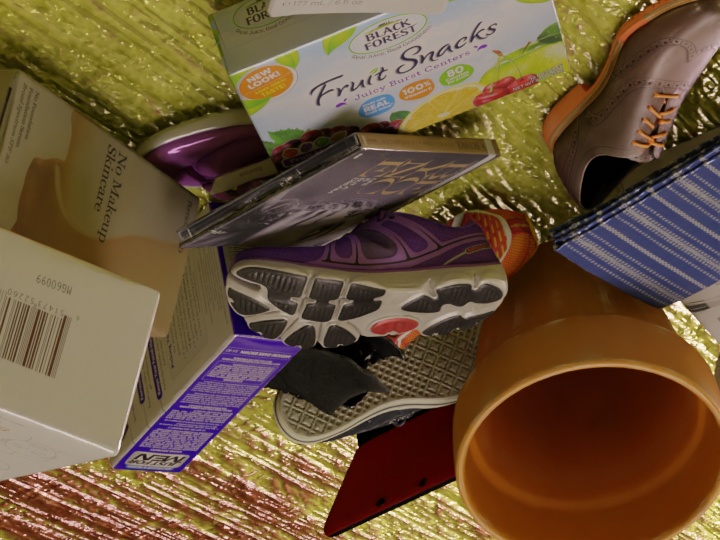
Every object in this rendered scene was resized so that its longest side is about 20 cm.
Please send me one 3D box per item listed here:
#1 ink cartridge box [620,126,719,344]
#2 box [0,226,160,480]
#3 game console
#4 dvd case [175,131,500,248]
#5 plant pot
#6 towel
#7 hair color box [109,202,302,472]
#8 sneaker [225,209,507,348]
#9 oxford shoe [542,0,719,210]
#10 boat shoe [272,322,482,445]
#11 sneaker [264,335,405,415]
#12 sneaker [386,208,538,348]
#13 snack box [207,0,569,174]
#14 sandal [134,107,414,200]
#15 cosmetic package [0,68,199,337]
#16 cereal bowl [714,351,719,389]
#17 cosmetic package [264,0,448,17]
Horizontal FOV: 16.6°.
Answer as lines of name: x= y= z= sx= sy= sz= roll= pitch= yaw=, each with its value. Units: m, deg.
ink cartridge box: x=0.296 y=-0.031 z=1.824 sx=0.145 sy=0.085 sz=0.200 roll=-23 pitch=149 yaw=16
box: x=-0.240 y=0.049 z=1.505 sx=0.152 sy=0.107 sz=0.200 roll=23 pitch=160 yaw=-27
game console: x=0.090 y=0.150 z=2.002 sx=0.172 sy=0.119 sz=0.199 roll=19 pitch=145 yaw=-40
dvd case: x=-0.011 y=-0.051 z=1.627 sx=0.148 sy=0.016 sz=0.200 roll=-28 pitch=169 yaw=26
plant pot: x=0.162 y=0.080 z=1.828 sx=0.198 sy=0.184 sz=0.201 roll=-2 pitch=130 yaw=-2
towel: x=0.245 y=-0.044 z=1.687 sx=0.199 sy=0.024 sz=0.144 roll=-31 pitch=142 yaw=29
hair color box: x=-0.118 y=0.051 z=1.762 sx=0.064 sy=0.110 sz=0.200 roll=8 pitch=146 yaw=-32
sneaker: x=0.000 y=0.000 z=1.677 sx=0.199 sy=0.084 sz=0.081 roll=-1 pitch=143 yaw=-23
oxford shoe: x=0.195 y=-0.114 z=1.640 sx=0.071 sy=0.073 sz=0.200 roll=3 pitch=147 yaw=-27
boat shoe: x=0.020 y=0.084 z=1.918 sx=0.199 sy=0.075 sz=0.062 roll=-20 pitch=175 yaw=-18
sneaker: x=-0.041 y=0.072 z=1.809 sx=0.104 sy=0.060 sz=0.200 roll=36 pitch=154 yaw=-3
sneaker: x=0.048 y=0.018 z=1.822 sx=0.199 sy=0.073 sz=0.077 roll=-26 pitch=165 yaw=31
snack box: x=0.021 y=-0.141 z=1.525 sx=0.199 sy=0.053 sz=0.142 roll=-22 pitch=150 yaw=3
sandal: x=-0.052 y=-0.069 z=1.637 sx=0.201 sy=0.050 sz=0.083 roll=-4 pitch=150 yaw=-18
cosmetic package: x=-0.191 y=-0.038 z=1.551 sx=0.071 sy=0.106 sz=0.200 roll=0 pitch=160 yaw=33
cereal bowl: x=0.362 y=0.057 z=1.936 sx=0.199 sy=0.200 sz=0.084 roll=-24 pitch=114 yaw=18
cosmetic package: x=0.013 y=-0.229 z=1.346 sx=0.112 sy=0.082 sz=0.200 roll=-3 pitch=151 yaw=-15
